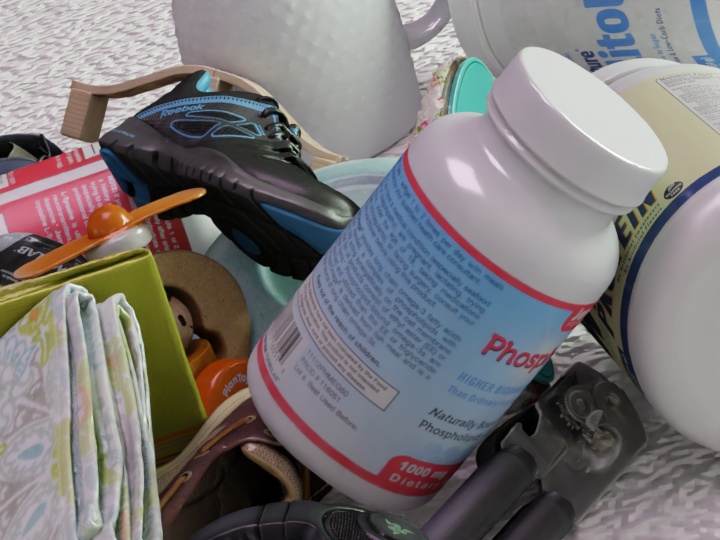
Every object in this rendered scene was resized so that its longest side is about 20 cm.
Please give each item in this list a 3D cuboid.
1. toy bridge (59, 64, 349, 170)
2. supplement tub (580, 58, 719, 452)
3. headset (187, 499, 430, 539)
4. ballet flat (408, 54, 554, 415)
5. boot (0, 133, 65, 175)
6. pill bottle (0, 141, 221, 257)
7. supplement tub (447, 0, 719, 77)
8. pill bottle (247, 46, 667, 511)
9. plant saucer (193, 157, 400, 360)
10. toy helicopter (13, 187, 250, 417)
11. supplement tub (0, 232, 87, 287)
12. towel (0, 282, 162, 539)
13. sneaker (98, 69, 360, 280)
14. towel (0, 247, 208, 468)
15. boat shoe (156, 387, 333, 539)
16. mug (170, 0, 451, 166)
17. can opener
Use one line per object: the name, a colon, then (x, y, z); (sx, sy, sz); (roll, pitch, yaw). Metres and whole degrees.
toy bridge: (-0.098, -0.093, 1.438); (0.199, 0.068, 0.027); (17, 4, 22)
supplement tub: (0.166, -0.014, 1.098); (0.144, 0.146, 0.200); (-20, 26, -7)
headset: (0.009, 0.154, 0.887); (0.198, 0.124, 0.094); (-4, 13, 6)
ballet flat: (0.047, -0.016, 1.155); (0.064, 0.076, 0.201); (-24, 56, 27)
boot: (-0.180, -0.043, 1.418); (0.199, 0.097, 0.075); (-17, 25, 1)
pill bottle: (-0.142, -0.019, 1.331); (0.199, 0.113, 0.112); (-19, 26, -6)
supplement tub: (0.169, -0.190, 1.457); (0.199, 0.133, 0.132); (-1, 30, 32)
pill bottle: (0.045, 0.003, 1.024); (0.200, 0.108, 0.109); (-52, 15, 23)
plant saucer: (0.000, 0.000, 1.219); (0.199, 0.039, 0.202); (-7, 47, 7)
toy helicopter: (-0.133, 0.027, 1.120); (0.199, 0.133, 0.079); (-2, 0, -43)
supplement tub: (-0.209, 0.078, 1.170); (0.122, 0.123, 0.200); (2, 31, 34)
towel: (-0.159, 0.120, 0.967); (0.200, 0.048, 0.172); (-42, 36, 23)
sneaker: (-0.058, -0.058, 1.209); (0.082, 0.073, 0.199); (-45, 43, -18)
towel: (-0.117, 0.063, 1.072); (0.085, 0.201, 0.018); (-18, 51, -5)
boat shoe: (-0.051, 0.103, 1.059); (0.072, 0.073, 0.199); (-1, 17, 44)
mug: (-0.027, -0.177, 1.499); (0.199, 0.176, 0.148); (-21, 26, -9)
can opener: (0.061, 0.113, 1.041); (0.200, 0.053, 0.067); (-42, 3, -40)
